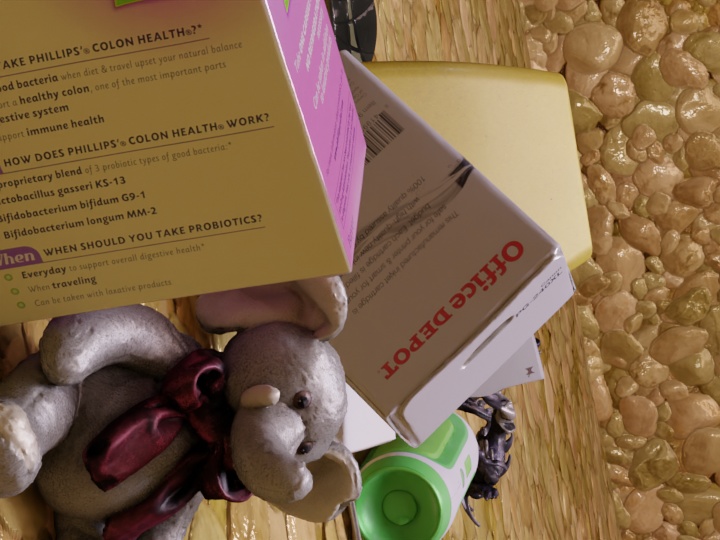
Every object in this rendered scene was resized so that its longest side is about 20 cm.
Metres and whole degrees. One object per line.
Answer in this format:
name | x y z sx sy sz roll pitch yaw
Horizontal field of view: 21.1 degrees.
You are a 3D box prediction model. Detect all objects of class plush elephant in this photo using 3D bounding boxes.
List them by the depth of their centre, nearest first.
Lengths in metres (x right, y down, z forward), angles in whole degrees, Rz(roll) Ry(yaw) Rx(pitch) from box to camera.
plush elephant | -0.073 0.075 0.901 0.200 0.154 0.166 -78 156 -59

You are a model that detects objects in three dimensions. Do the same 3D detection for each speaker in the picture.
speaker | 0.046 0.169 1.581 0.200 0.088 0.089 -42 122 -76

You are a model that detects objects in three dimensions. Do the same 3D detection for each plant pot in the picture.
plant pot | 0.058 -0.062 1.416 0.200 0.175 0.202 -168 -113 -74

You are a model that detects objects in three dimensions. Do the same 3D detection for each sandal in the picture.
sandal | -0.023 -0.256 1.641 0.080 0.057 0.203 -12 113 -48

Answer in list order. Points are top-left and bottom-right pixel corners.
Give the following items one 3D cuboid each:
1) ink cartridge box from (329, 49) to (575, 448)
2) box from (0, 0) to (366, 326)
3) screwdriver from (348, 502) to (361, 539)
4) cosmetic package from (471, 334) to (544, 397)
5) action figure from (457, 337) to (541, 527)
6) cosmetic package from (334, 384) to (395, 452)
ink cartridge box | 0.012 -0.013 1.185 0.200 0.145 0.083 44 -5 24
box | -0.107 -0.091 0.814 0.097 0.175 0.201 -84 160 -50
screwdriver | -0.003 0.203 1.471 0.029 0.028 0.201 -161 -122 -68
cosmetic package | 0.095 0.028 1.788 0.200 0.112 0.082 -103 177 -57
action figure | 0.107 0.144 1.877 0.119 0.101 0.201 -91 -164 -74
cosmetic package | -0.037 0.097 1.248 0.200 0.082 0.051 7 74 -77
